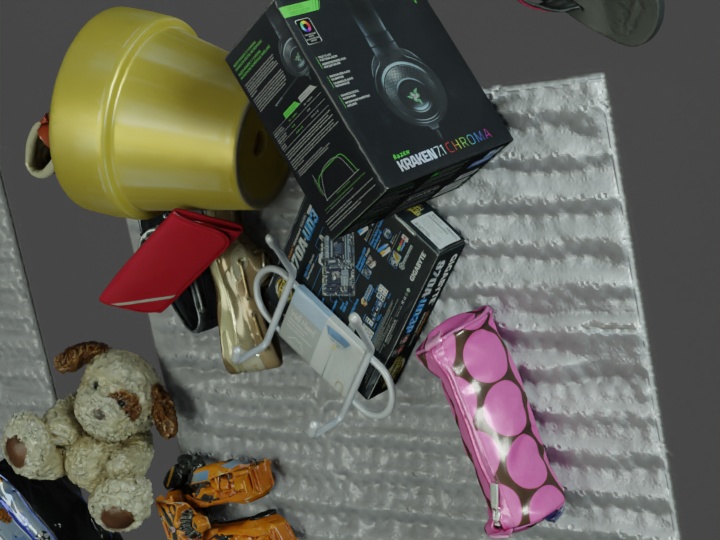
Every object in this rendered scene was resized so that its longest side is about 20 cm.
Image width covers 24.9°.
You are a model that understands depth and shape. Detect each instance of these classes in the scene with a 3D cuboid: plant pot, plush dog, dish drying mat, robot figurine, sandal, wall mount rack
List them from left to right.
[{"bbox_3d":[-0.285,0.173,1.871,0.199,0.160,0.173,31,110,11],"label":"plush dog"},{"bbox_3d":[-0.192,-0.005,1.629,0.200,0.076,0.018,-40,43,51],"label":"dish drying mat"},{"bbox_3d":[-0.169,-0.140,1.576,0.187,0.201,0.203,13,117,24],"label":"plant pot"},{"bbox_3d":[-0.158,0.272,1.819,0.199,0.058,0.147,-18,93,46],"label":"robot figurine"},{"bbox_3d":[-0.047,0.057,1.543,0.200,0.074,0.175,42,132,23],"label":"wall mount rack"},{"bbox_3d":[0.154,-0.240,1.312,0.199,0.045,0.076,33,127,31],"label":"sandal"}]

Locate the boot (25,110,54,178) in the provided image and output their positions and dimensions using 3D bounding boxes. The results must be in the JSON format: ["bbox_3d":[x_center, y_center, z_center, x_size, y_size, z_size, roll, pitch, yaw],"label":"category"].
[{"bbox_3d":[-0.285,-0.165,1.731,0.075,0.107,0.200,55,134,14],"label":"boot"}]

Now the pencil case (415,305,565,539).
[{"bbox_3d":[0.115,0.138,1.472,0.090,0.093,0.202,-24,88,47],"label":"pencil case"}]

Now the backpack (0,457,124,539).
[{"bbox_3d":[-0.415,0.338,2.042,0.200,0.153,0.191,50,144,13],"label":"backpack"}]

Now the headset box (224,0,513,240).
[{"bbox_3d":[0.005,-0.153,1.402,0.093,0.173,0.201,-40,76,46],"label":"headset box"}]

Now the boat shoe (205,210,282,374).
[{"bbox_3d":[-0.116,0.003,1.671,0.064,0.071,0.203,-7,95,10],"label":"boat shoe"}]

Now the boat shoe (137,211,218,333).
[{"bbox_3d":[-0.203,-0.027,1.733,0.071,0.067,0.202,-29,86,46],"label":"boat shoe"}]

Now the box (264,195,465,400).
[{"bbox_3d":[0.000,0.000,1.561,0.159,0.046,0.201,43,132,23],"label":"box"}]
